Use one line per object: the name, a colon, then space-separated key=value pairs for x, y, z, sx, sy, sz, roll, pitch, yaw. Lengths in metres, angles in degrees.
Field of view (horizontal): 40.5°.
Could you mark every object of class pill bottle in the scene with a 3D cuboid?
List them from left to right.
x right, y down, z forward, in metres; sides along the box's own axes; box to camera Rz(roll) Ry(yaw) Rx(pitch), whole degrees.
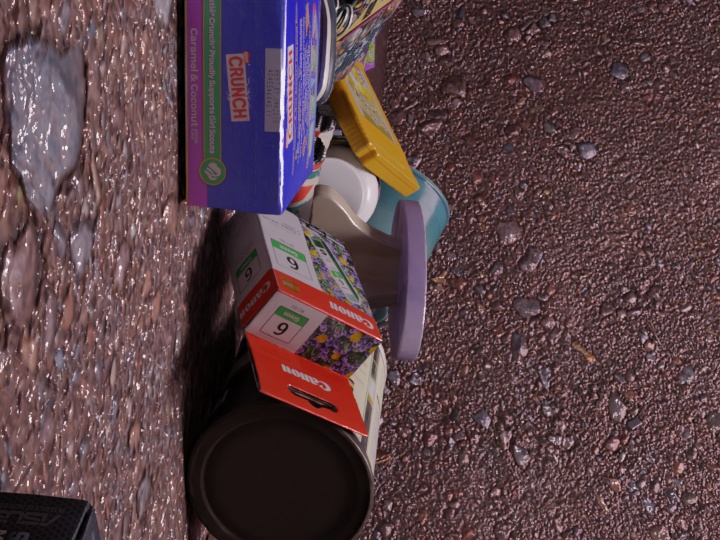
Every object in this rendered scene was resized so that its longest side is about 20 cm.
pill bottle: x=-0.033 y=-0.099 z=1.195 sx=0.200 sy=0.111 sz=0.113 roll=-75 pitch=168 yaw=-82

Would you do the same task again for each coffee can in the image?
coffee can: x=-0.054 y=0.130 z=0.840 sx=0.200 sy=0.145 sz=0.147 roll=-77 pitch=170 yaw=-67

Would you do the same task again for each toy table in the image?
toy table: x=0.000 y=0.000 z=0.992 sx=0.200 sy=0.116 sz=0.185 roll=-92 pitch=-171 yaw=-62

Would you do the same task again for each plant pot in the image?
plant pot: x=0.010 y=-0.034 z=1.433 sx=0.200 sy=0.199 sz=0.189 roll=87 pitch=22 yaw=-58

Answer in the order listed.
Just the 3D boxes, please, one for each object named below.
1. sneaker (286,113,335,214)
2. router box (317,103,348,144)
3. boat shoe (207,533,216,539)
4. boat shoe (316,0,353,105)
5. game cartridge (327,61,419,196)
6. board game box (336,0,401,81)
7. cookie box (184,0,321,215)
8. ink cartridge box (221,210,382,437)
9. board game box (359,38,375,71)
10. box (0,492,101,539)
sneaker: x=-0.075 y=-0.115 z=1.042 sx=0.200 sy=0.070 sz=0.094 roll=-89 pitch=-158 yaw=-66
router box: x=-0.032 y=-0.313 z=1.484 sx=0.157 sy=0.052 sz=0.201 roll=81 pitch=13 yaw=-69
boat shoe: x=-0.093 y=0.304 z=0.802 sx=0.075 sy=0.092 sz=0.201 roll=89 pitch=5 yaw=-47
boat shoe: x=-0.050 y=-0.240 z=0.907 sx=0.062 sy=0.075 sz=0.201 roll=16 pitch=55 yaw=-55
game cartridge: x=-0.002 y=-0.199 z=1.190 sx=0.201 sy=0.032 sz=0.176 roll=64 pitch=14 yaw=18
board game box: x=-0.002 y=-0.273 z=1.004 sx=0.200 sy=0.035 sz=0.135 roll=-50 pitch=172 yaw=31
cookie box: x=-0.079 y=-0.147 z=0.758 sx=0.200 sy=0.075 sz=0.172 roll=-76 pitch=169 yaw=-75
ink cartridge box: x=-0.043 y=0.030 z=0.775 sx=0.050 sy=0.109 sz=0.200 roll=-48 pitch=-145 yaw=20
board game box: x=-0.027 y=-0.337 z=1.259 sx=0.120 sy=0.032 sz=0.201 roll=-30 pitch=138 yaw=-33
box: x=-0.137 y=0.213 z=0.382 sx=0.158 sy=0.051 sz=0.201 roll=-80 pitch=172 yaw=-54
